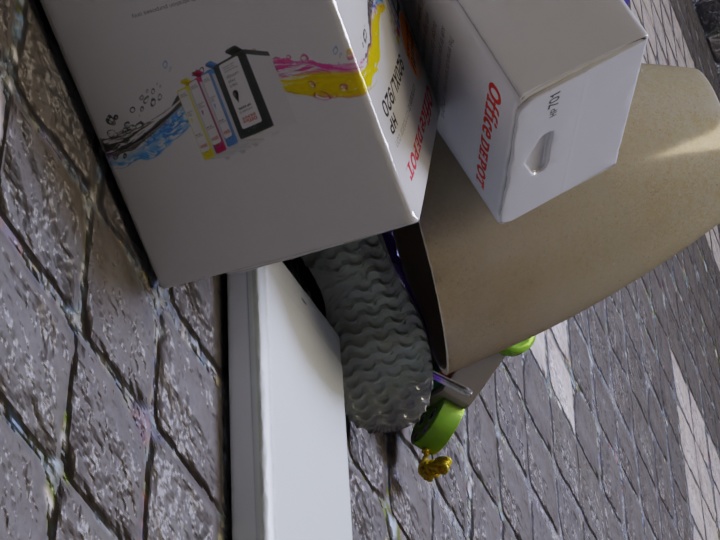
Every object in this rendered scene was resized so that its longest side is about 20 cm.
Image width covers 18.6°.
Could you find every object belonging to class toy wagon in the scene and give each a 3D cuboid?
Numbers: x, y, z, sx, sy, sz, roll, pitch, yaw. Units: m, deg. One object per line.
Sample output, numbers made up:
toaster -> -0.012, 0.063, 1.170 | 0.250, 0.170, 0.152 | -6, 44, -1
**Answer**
toy wagon -> 0.075, 0.047, 1.487 | 0.200, 0.040, 0.155 | -64, -170, -24

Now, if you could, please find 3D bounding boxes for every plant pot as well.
plant pot -> 0.121, -0.053, 1.345 | 0.187, 0.199, 0.188 | 164, -90, -85

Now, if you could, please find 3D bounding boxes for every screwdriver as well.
screwdriver -> 0.041, 0.068, 1.407 | 0.028, 0.029, 0.200 | 63, -4, -10

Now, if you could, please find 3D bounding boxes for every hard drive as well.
hard drive -> -0.039, 0.097, 1.238 | 0.132, 0.026, 0.200 | 54, 26, -52

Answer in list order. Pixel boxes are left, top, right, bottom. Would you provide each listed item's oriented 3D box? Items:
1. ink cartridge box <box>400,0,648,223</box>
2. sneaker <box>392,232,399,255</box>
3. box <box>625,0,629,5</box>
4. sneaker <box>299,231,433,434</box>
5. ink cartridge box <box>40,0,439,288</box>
ink cartridge box -> 0.064, -0.149, 1.212 | 0.200, 0.086, 0.147 | 57, -15, 21
sneaker -> 0.026, -0.088, 1.458 | 0.081, 0.115, 0.200 | 3, 73, -72
box -> 0.108, -0.148, 1.554 | 0.148, 0.104, 0.201 | 10, 90, -63
sneaker -> 0.000, 0.000, 1.380 | 0.100, 0.069, 0.201 | -76, 150, -70
ink cartridge box -> -0.059, -0.121, 1.139 | 0.147, 0.144, 0.200 | -75, 147, -62
